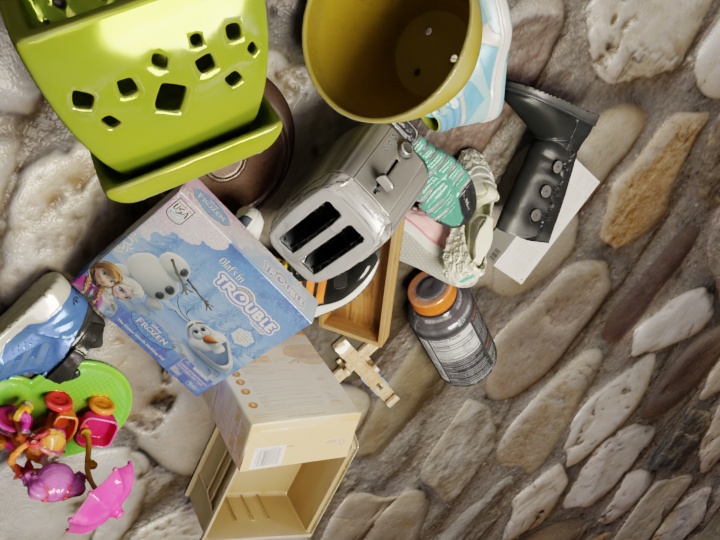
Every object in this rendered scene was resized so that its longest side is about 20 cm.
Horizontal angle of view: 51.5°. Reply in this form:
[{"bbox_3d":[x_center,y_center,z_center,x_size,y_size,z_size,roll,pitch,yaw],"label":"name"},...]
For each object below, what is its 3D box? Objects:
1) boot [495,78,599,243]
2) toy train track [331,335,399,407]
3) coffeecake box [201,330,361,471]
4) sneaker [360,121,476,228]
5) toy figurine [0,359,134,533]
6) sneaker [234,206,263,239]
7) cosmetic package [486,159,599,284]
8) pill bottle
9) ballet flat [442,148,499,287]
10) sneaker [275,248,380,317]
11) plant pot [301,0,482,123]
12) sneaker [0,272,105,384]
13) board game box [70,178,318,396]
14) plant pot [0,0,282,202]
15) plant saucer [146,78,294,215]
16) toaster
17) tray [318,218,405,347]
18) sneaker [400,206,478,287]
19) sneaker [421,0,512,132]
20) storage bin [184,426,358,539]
[{"bbox_3d":[0.235,-0.149,1.054,0.163,0.066,0.202,15,108,-23],"label":"boot"},{"bbox_3d":[0.016,0.169,1.177,0.114,0.033,0.200,-41,135,-2],"label":"toy train track"},{"bbox_3d":[-0.115,0.154,0.962,0.152,0.200,0.074,1,120,-33],"label":"coffeecake box"},{"bbox_3d":[0.073,-0.139,0.941,0.074,0.088,0.200,-41,122,9],"label":"sneaker"},{"bbox_3d":[-0.342,0.215,0.865,0.198,0.184,0.151,17,110,-39],"label":"toy figurine"},{"bbox_3d":[-0.123,0.022,0.888,0.128,0.080,0.200,28,123,-9],"label":"sneaker"},{"bbox_3d":[0.277,-0.084,1.163,0.082,0.051,0.201,29,102,-38],"label":"cosmetic package"},{"bbox_3d":[0.137,0.085,1.149,0.106,0.106,0.201,-37,133,-6],"label":"pill bottle"},{"bbox_3d":[0.158,-0.075,1.006,0.071,0.071,0.203,26,66,-42],"label":"ballet flat"},{"bbox_3d":[-0.069,0.009,0.947,0.199,0.071,0.090,-29,130,24],"label":"sneaker"},{"bbox_3d":[0.054,-0.253,0.822,0.202,0.199,0.141,-59,156,15],"label":"plant pot"},{"bbox_3d":[-0.378,0.105,0.836,0.200,0.077,0.112,-43,125,-9],"label":"sneaker"},{"bbox_3d":[-0.184,0.026,0.828,0.198,0.044,0.200,-33,112,27],"label":"board game box"},{"bbox_3d":[-0.187,-0.191,0.674,0.198,0.200,0.183,-24,133,-11],"label":"plant pot"},{"bbox_3d":[-0.159,-0.132,0.850,0.198,0.035,0.203,-17,128,-23],"label":"plant saucer"},{"bbox_3d":[-0.022,-0.073,0.856,0.114,0.130,0.199,46,134,-14],"label":"toaster"},{"bbox_3d":[0.000,0.000,1.005,0.037,0.097,0.202,-51,153,-52],"label":"tray"},{"bbox_3d":[0.090,-0.064,1.046,0.198,0.075,0.106,28,62,-19],"label":"sneaker"},{"bbox_3d":[0.113,-0.258,0.914,0.129,0.080,0.202,-24,130,-19],"label":"sneaker"},{"bbox_3d":[-0.132,0.299,1.126,0.198,0.094,0.200,12,113,-38],"label":"storage bin"}]
